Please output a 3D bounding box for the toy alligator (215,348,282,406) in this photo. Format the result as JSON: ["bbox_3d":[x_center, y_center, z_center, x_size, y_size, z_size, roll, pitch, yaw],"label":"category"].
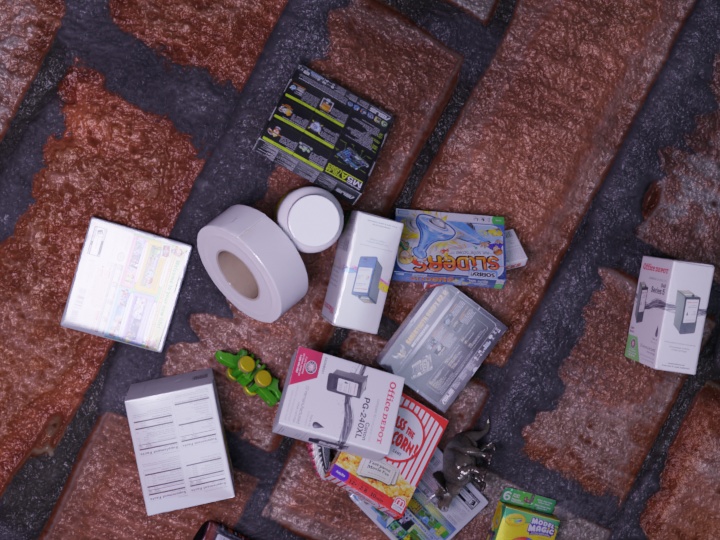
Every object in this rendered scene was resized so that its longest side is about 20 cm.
[{"bbox_3d":[-0.175,0.200,1.760,0.200,0.059,0.054,42,48,-9],"label":"toy alligator"}]

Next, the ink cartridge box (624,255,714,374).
[{"bbox_3d":[0.568,0.078,1.806,0.084,0.146,0.200,9,93,-7],"label":"ink cartridge box"}]

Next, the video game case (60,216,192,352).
[{"bbox_3d":[-0.411,0.026,1.725,0.182,0.022,0.200,16,92,-9],"label":"video game case"}]

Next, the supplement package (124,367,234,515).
[{"bbox_3d":[-0.310,0.291,1.695,0.151,0.152,0.200,-11,96,-8],"label":"supplement package"}]

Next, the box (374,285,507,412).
[{"bbox_3d":[0.148,0.136,1.800,0.158,0.048,0.200,36,89,-8],"label":"box"}]

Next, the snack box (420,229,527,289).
[{"bbox_3d":[0.198,-0.021,1.779,0.200,0.024,0.072,-13,59,-12],"label":"snack box"}]

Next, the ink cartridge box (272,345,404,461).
[{"bbox_3d":[-0.035,0.232,1.697,0.200,0.083,0.145,17,67,-8],"label":"ink cartridge box"}]

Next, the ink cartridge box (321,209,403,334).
[{"bbox_3d":[0.000,0.000,1.719,0.087,0.145,0.200,15,92,-11],"label":"ink cartridge box"}]

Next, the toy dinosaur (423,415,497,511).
[{"bbox_3d":[0.189,0.343,1.791,0.102,0.077,0.200,13,66,17],"label":"toy dinosaur"}]

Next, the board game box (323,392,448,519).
[{"bbox_3d":[0.048,0.320,1.760,0.151,0.046,0.200,31,66,-5],"label":"board game box"}]

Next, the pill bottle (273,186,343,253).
[{"bbox_3d":[-0.088,-0.088,1.671,0.112,0.200,0.113,-1,95,-8],"label":"pill bottle"}]

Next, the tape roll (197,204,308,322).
[{"bbox_3d":[-0.184,-0.011,1.659,0.071,0.202,0.202,-40,100,-30],"label":"tape roll"}]

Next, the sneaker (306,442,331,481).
[{"bbox_3d":[-0.062,0.281,1.767,0.075,0.081,0.200,-3,95,-10],"label":"sneaker"}]

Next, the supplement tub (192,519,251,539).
[{"bbox_3d":[-0.211,0.537,1.754,0.200,0.107,0.107,31,90,-10],"label":"supplement tub"}]

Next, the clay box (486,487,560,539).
[{"bbox_3d":[0.299,0.522,1.855,0.115,0.048,0.200,16,93,-10],"label":"clay box"}]

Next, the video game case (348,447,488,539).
[{"bbox_3d":[0.110,0.427,1.833,0.182,0.022,0.200,-43,100,-3],"label":"video game case"}]

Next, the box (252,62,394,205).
[{"bbox_3d":[-0.060,-0.238,1.694,0.200,0.048,0.193,28,59,-10],"label":"box"}]

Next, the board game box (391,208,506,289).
[{"bbox_3d":[0.158,-0.039,1.750,0.200,0.034,0.135,4,60,-3],"label":"board game box"}]
